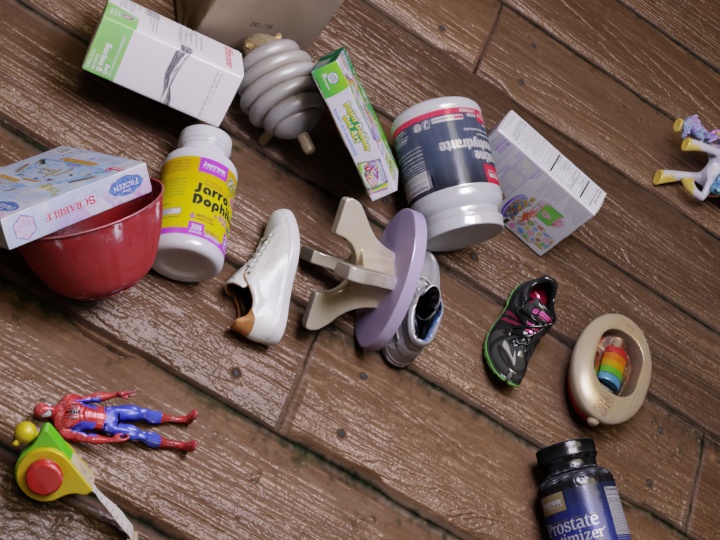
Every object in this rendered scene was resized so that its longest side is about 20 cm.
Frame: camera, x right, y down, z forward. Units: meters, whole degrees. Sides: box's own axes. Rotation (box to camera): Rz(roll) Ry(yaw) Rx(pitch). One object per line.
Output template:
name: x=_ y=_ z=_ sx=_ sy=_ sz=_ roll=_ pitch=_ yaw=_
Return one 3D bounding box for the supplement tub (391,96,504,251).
supplement tub: x=0.130 y=-0.143 z=1.793 sx=0.140 sy=0.140 sz=0.201 roll=-4 pitch=73 yaw=-31

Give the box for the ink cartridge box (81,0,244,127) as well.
ink cartridge box: x=-0.268 y=-0.288 z=1.656 sx=0.199 sy=0.084 sz=0.146 roll=23 pitch=19 yaw=-16

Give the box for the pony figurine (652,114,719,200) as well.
pony figurine: x=0.637 y=-0.196 z=2.144 sx=0.199 sy=0.166 sz=0.194 roll=21 pitch=89 yaw=-23

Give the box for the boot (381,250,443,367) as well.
boot: x=0.091 y=0.039 z=1.729 sx=0.073 sy=0.096 sz=0.201 roll=24 pitch=56 yaw=-17

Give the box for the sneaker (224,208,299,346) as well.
sneaker: x=-0.135 y=-0.003 z=1.636 sx=0.084 sy=0.073 sz=0.201 roll=18 pitch=60 yaw=-23

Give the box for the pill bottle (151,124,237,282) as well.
pill bottle: x=-0.221 y=-0.093 z=1.614 sx=0.104 sy=0.104 sz=0.201 roll=18 pitch=59 yaw=-21

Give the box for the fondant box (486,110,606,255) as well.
fondant box: x=0.258 y=-0.133 z=1.881 sx=0.200 sy=0.144 sz=0.058 roll=41 pitch=51 yaw=-5

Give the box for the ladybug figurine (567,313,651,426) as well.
ladybug figurine: x=0.371 y=0.157 z=1.844 sx=0.136 sy=0.072 sz=0.200 roll=37 pitch=53 yaw=-8

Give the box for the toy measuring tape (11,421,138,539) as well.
toy measuring tape: x=-0.341 y=0.258 z=1.404 sx=0.200 sy=0.073 sz=0.074 roll=55 pitch=51 yaw=-17

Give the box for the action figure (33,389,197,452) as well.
action figure: x=-0.296 y=0.181 z=1.470 sx=0.199 sy=0.052 sz=0.066 roll=10 pitch=65 yaw=-23

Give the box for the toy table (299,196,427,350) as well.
toy table: x=0.000 y=0.000 z=1.659 sx=0.117 sy=0.184 sz=0.201 roll=17 pitch=81 yaw=-26

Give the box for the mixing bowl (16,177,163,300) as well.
mixing bowl: x=-0.327 y=-0.032 z=1.491 sx=0.200 sy=0.200 sz=0.109 roll=-30 pitch=119 yaw=-37

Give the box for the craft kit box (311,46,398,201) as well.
craft kit box: x=-0.004 y=-0.213 z=1.727 sx=0.200 sy=0.048 sz=0.198 roll=-83 pitch=151 yaw=-74

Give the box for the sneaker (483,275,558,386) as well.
sneaker: x=0.243 y=0.082 z=1.801 sx=0.077 sy=0.084 sz=0.200 roll=31 pitch=55 yaw=-12

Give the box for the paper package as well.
paper package: x=-0.144 y=-0.407 z=1.763 sx=0.199 sy=0.191 sz=0.104 roll=1 pitch=66 yaw=-30

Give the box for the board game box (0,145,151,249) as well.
board game box: x=-0.391 y=-0.093 z=1.470 sx=0.199 sy=0.200 sz=0.041 roll=-27 pitch=118 yaw=-36

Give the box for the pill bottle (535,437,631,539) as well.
pill bottle: x=0.311 y=0.342 z=1.692 sx=0.111 sy=0.112 sz=0.201 roll=-1 pitch=66 yaw=-30

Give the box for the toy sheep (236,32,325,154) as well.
toy sheep: x=-0.113 y=-0.254 z=1.739 sx=0.138 sy=0.138 sz=0.200 roll=-24 pitch=79 yaw=-36
